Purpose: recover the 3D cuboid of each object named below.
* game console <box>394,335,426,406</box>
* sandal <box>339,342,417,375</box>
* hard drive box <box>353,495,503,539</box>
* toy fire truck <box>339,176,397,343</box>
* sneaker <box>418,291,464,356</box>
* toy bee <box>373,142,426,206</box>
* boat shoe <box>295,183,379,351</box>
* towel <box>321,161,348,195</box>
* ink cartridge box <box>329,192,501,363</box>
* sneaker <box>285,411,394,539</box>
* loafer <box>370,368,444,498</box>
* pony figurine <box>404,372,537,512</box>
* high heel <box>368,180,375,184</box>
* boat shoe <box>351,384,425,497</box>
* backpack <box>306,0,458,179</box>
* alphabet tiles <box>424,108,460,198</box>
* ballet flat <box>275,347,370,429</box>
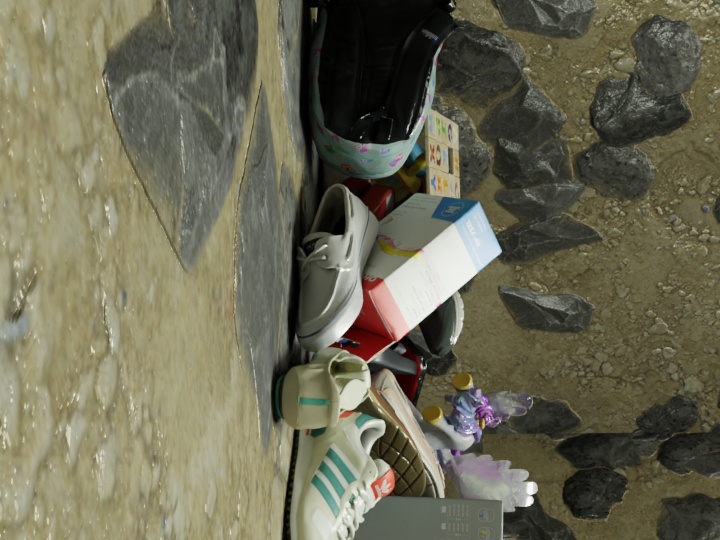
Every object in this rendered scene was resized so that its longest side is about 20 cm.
[{"bbox_3d":[0.057,0.136,1.500,0.172,0.118,0.201,47,-43,39],"label":"game console"},{"bbox_3d":[0.025,0.096,1.300,0.200,0.076,0.043,46,48,-76],"label":"sandal"},{"bbox_3d":[0.052,0.294,1.188,0.156,0.198,0.077,80,12,-69],"label":"hard drive box"},{"bbox_3d":[0.000,0.000,1.290,0.168,0.112,0.201,-51,154,-38],"label":"toy fire truck"},{"bbox_3d":[0.070,0.023,1.412,0.075,0.084,0.201,-53,-141,41],"label":"sneaker"},{"bbox_3d":[0.030,-0.124,1.365,0.109,0.200,0.131,-16,143,-57],"label":"toy bee"},{"bbox_3d":[-0.035,-0.007,1.080,0.065,0.073,0.201,51,30,-29],"label":"boat shoe"},{"bbox_3d":[-0.023,-0.104,1.401,0.200,0.034,0.133,81,8,-59],"label":"towel"},{"bbox_3d":[0.033,0.004,1.144,0.116,0.200,0.067,13,-44,56],"label":"ink cartridge box"},{"bbox_3d":[-0.016,0.208,1.018,0.200,0.093,0.071,-87,174,-48],"label":"sneaker"},{"bbox_3d":[0.055,0.202,1.264,0.063,0.072,0.201,-54,127,-46],"label":"loafer"},{"bbox_3d":[0.117,0.204,1.373,0.200,0.192,0.167,67,23,-50],"label":"pony figurine"},{"bbox_3d":[0.054,-0.183,1.448,0.200,0.071,0.143,-31,-104,48],"label":"high heel"},{"bbox_3d":[0.010,0.163,1.174,0.201,0.072,0.068,57,13,-23],"label":"boat shoe"},{"bbox_3d":[0.016,-0.203,1.195,0.127,0.166,0.201,92,5,-68],"label":"backpack"},{"bbox_3d":[0.100,-0.084,1.312,0.167,0.007,0.202,-1,89,-74],"label":"alphabet tiles"},{"bbox_3d":[-0.022,0.107,1.003,0.200,0.069,0.070,-26,115,-78],"label":"ballet flat"}]
